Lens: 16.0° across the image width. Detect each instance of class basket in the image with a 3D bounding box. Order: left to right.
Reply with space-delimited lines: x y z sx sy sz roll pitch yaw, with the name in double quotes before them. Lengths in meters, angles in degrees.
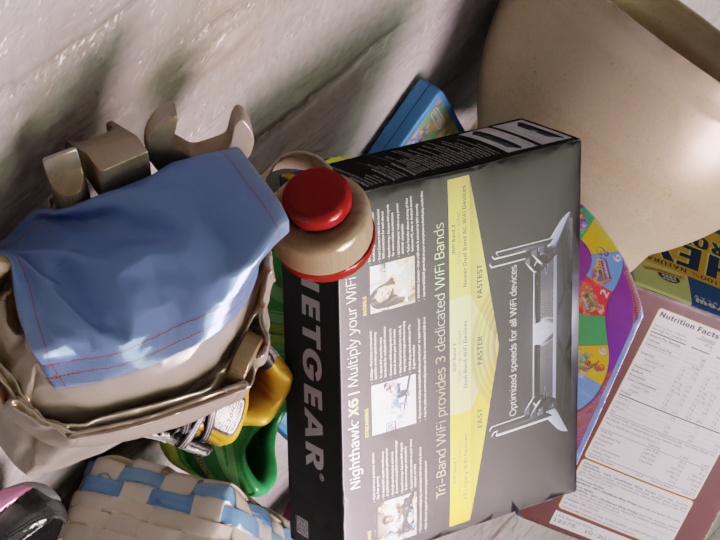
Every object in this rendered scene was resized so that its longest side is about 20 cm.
"basket" -0.104 0.210 1.325 0.176 0.139 0.201 48 50 -62

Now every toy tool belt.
"toy tool belt" -0.081 -0.007 1.076 0.200 0.125 0.123 -30 148 -16

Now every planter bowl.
"planter bowl" 0.145 -0.084 1.458 0.135 0.200 0.200 -54 164 16

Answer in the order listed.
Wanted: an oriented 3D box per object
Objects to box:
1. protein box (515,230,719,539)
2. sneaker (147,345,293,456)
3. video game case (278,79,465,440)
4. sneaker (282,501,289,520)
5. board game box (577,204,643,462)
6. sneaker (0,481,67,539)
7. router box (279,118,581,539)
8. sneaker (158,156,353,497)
"protein box" 0.210 0.073 1.863 0.199 0.135 0.200 -86 -160 -65
"sneaker" -0.092 0.045 1.214 0.078 0.082 0.200 -61 161 16
"video game case" 0.000 0.000 1.469 0.200 0.018 0.143 -55 158 -7
"sneaker" 0.009 0.118 1.643 0.200 0.075 0.090 -50 154 -42
"board game box" 0.061 0.041 1.413 0.039 0.158 0.200 -25 141 -59
"sneaker" -0.185 0.197 1.206 0.200 0.095 0.079 -58 161 -2
"router box" 0.038 0.036 1.311 0.157 0.052 0.201 -14 113 -34
"sneaker" -0.035 0.030 1.338 0.074 0.083 0.200 -23 141 -60
